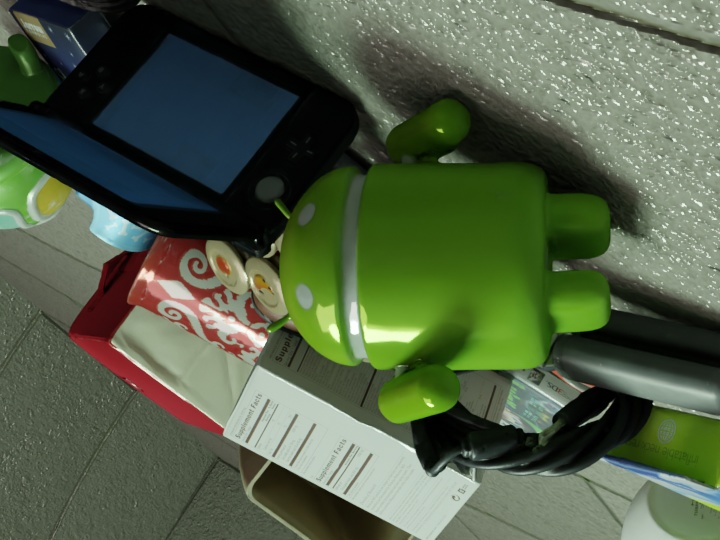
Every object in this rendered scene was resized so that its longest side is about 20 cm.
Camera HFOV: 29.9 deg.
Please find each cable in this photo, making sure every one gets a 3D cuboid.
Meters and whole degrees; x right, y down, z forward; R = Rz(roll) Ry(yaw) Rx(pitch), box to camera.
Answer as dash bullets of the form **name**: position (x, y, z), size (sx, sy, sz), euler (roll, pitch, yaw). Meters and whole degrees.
- **cable**: position (0.109, 0.073, 0.908), size (0.200, 0.161, 0.051), euler (-91, -14, -69)

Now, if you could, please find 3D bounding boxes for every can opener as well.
- **can opener**: position (0.140, 0.035, 0.841), size (0.198, 0.054, 0.067), euler (12, 142, 35)

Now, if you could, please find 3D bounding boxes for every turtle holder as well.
- **turtle holder**: position (-0.273, -0.103, 1.066), size (0.183, 0.143, 0.132), euler (-14, 146, 9)

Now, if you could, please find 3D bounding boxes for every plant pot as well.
- **plant pot**: position (-0.025, 0.192, 1.516), size (0.200, 0.201, 0.177), euler (41, 175, -25)

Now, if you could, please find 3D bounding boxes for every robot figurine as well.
- **robot figurine**: position (0.043, -0.002, 0.769), size (0.197, 0.178, 0.116), euler (0, 168, 12)

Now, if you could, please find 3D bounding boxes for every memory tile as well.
- **memory tile**: position (-0.060, -0.024, 0.945), size (0.199, 0.017, 0.155), euler (23, 138, 43)

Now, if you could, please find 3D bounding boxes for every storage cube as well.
- **storage cube**: position (-0.173, 0.051, 1.401), size (0.199, 0.172, 0.179), euler (40, 164, -20)

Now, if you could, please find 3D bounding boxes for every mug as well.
- **mug**: position (-0.092, 0.020, 1.208), size (0.198, 0.135, 0.178), euler (32, 168, -3)

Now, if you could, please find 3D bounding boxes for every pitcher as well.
- **pitcher**: position (0.272, 0.226, 1.075), size (0.119, 0.173, 0.202), euler (3, 133, 17)

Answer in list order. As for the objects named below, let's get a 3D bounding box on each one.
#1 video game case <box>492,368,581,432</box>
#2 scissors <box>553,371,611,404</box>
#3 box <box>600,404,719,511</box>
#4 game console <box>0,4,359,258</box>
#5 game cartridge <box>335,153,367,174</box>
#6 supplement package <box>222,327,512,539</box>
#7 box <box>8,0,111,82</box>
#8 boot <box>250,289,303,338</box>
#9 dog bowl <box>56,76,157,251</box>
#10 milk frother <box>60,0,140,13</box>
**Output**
- **video game case**: position (0.115, 0.097, 1.200), size (0.180, 0.023, 0.200), euler (32, 165, 10)
- **scissors**: position (0.129, 0.063, 1.074), size (0.198, 0.014, 0.073), euler (20, 161, 42)
- **box**: position (0.251, 0.136, 0.876), size (0.198, 0.048, 0.122), euler (25, 171, -25)
- **game console**: position (-0.128, -0.100, 0.823), size (0.198, 0.177, 0.117), euler (29, 158, 23)
- **game cartridge**: position (-0.063, -0.075, 1.019), size (0.133, 0.041, 0.200), euler (42, 165, -13)
- **supplement package**: position (0.006, 0.113, 1.109), size (0.198, 0.114, 0.110), euler (28, 137, -2)
- **box**: position (-0.197, -0.147, 1.020), size (0.121, 0.032, 0.201), euler (25, 153, 52)
- **boot**: position (0.000, 0.000, 0.969), size (0.185, 0.069, 0.200), euler (13, 162, 9)
- **dog bowl**: position (-0.242, -0.105, 1.198), size (0.199, 0.112, 0.049), euler (39, 122, -19)
- **milk frother**: position (-0.240, -0.174, 0.786), size (0.199, 0.189, 0.180), euler (39, 166, -18)
